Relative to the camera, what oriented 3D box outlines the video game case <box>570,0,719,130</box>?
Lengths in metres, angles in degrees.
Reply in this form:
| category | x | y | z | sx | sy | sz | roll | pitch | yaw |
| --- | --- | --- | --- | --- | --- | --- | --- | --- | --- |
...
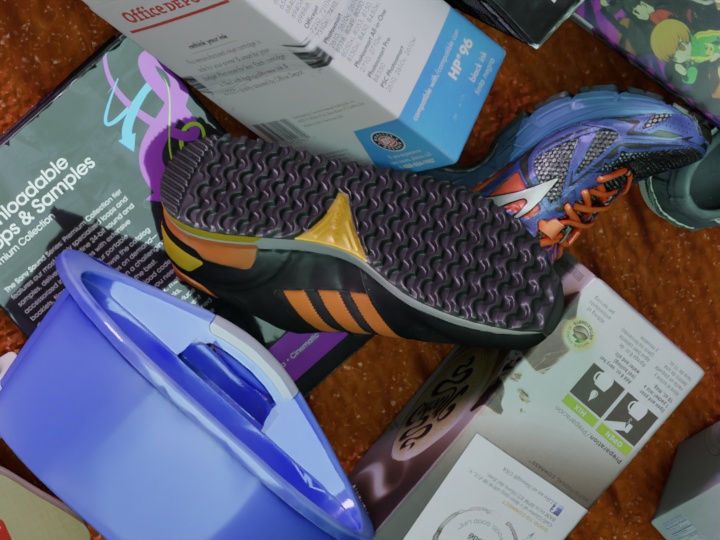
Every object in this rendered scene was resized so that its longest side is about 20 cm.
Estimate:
| category | x | y | z | sx | sy | sz | roll | pitch | yaw |
| --- | --- | --- | --- | --- | --- | --- | --- | --- | --- |
| video game case | 0.208 | -0.166 | 1.324 | 0.181 | 0.036 | 0.200 | 38 | 94 | 7 |

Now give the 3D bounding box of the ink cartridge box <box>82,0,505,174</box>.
| category | x | y | z | sx | sy | sz | roll | pitch | yaw |
| --- | --- | --- | --- | --- | --- | --- | --- | --- | --- |
| ink cartridge box | -0.045 | -0.125 | 1.292 | 0.200 | 0.116 | 0.068 | 36 | 67 | -25 |

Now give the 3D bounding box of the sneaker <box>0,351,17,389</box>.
| category | x | y | z | sx | sy | sz | roll | pitch | yaw |
| --- | --- | --- | --- | --- | --- | --- | --- | --- | --- |
| sneaker | -0.254 | 0.023 | 1.338 | 0.199 | 0.072 | 0.073 | 32 | 96 | -18 |

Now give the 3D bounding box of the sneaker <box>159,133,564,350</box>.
| category | x | y | z | sx | sy | sz | roll | pitch | yaw |
| --- | --- | --- | --- | --- | --- | --- | --- | --- | --- |
| sneaker | 0.000 | 0.000 | 1.317 | 0.199 | 0.090 | 0.070 | 17 | 57 | 6 |

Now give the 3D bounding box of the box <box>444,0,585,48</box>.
| category | x | y | z | sx | sy | sz | roll | pitch | yaw |
| --- | --- | --- | --- | --- | --- | --- | --- | --- | --- |
| box | 0.019 | -0.211 | 1.271 | 0.086 | 0.164 | 0.200 | -47 | 112 | -1 |

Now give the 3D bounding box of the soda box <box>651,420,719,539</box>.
| category | x | y | z | sx | sy | sz | roll | pitch | yaw |
| --- | --- | --- | --- | --- | --- | --- | --- | --- | --- |
| soda box | 0.240 | 0.087 | 1.370 | 0.063 | 0.068 | 0.200 | 45 | 131 | -13 |

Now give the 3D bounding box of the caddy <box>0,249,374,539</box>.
| category | x | y | z | sx | sy | sz | roll | pitch | yaw |
| --- | --- | --- | --- | --- | --- | --- | --- | --- | --- |
| caddy | -0.081 | 0.074 | 1.299 | 0.200 | 0.141 | 0.105 | 42 | 95 | -9 |

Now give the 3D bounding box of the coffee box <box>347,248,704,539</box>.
| category | x | y | z | sx | sy | sz | roll | pitch | yaw |
| --- | --- | --- | --- | --- | --- | --- | --- | --- | --- |
| coffee box | 0.068 | 0.091 | 1.376 | 0.080 | 0.113 | 0.200 | 39 | 92 | -13 |

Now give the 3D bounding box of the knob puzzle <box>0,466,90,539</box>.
| category | x | y | z | sx | sy | sz | roll | pitch | yaw |
| --- | --- | --- | --- | --- | --- | --- | --- | --- | --- |
| knob puzzle | -0.228 | 0.162 | 1.372 | 0.218 | 0.030 | 0.221 | -8 | 119 | -14 |

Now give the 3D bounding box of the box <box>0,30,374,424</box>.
| category | x | y | z | sx | sy | sz | roll | pitch | yaw |
| --- | --- | --- | --- | --- | --- | --- | --- | --- | --- |
| box | -0.102 | -0.003 | 1.375 | 0.143 | 0.036 | 0.200 | -41 | 104 | 0 |

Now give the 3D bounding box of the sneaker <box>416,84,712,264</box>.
| category | x | y | z | sx | sy | sz | roll | pitch | yaw |
| --- | --- | --- | --- | --- | --- | --- | --- | --- | --- |
| sneaker | 0.083 | -0.026 | 1.347 | 0.199 | 0.075 | 0.079 | -24 | 67 | 21 |

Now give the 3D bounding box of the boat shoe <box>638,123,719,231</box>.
| category | x | y | z | sx | sy | sz | roll | pitch | yaw |
| --- | --- | --- | --- | --- | --- | --- | --- | --- | --- |
| boat shoe | 0.240 | -0.072 | 1.396 | 0.199 | 0.062 | 0.073 | -21 | 99 | -5 |
